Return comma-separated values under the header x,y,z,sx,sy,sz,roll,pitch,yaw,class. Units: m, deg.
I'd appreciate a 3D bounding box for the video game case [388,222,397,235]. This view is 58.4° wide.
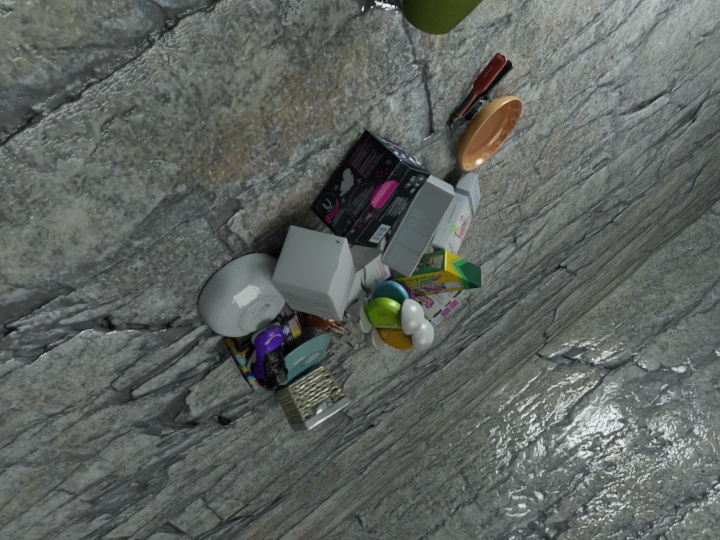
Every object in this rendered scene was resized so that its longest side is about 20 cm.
x,y,z,sx,sy,sz,roll,pitch,yaw,class
0.099,-0.162,1.493,0.143,0.018,0.200,-43,151,-1,video game case

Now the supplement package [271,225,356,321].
x,y,z,sx,sy,sz,roll,pitch,yaw,class
-0.089,0.010,1.306,0.200,0.119,0.122,77,29,-70,supplement package

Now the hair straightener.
x,y,z,sx,sy,sz,roll,pitch,yaw,class
0.261,-0.370,1.396,0.077,0.041,0.200,4,127,-52,hair straightener

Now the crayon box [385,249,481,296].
x,y,z,sx,sy,sz,roll,pitch,yaw,class
0.174,0.011,1.615,0.200,0.059,0.172,-11,160,38,crayon box

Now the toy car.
x,y,z,sx,sy,sz,roll,pitch,yaw,class
0.086,0.104,1.571,0.200,0.174,0.150,56,41,-48,toy car

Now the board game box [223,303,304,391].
x,y,z,sx,sy,sz,roll,pitch,yaw,class
-0.216,0.180,1.514,0.165,0.057,0.200,-35,150,-18,board game box

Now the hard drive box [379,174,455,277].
x,y,z,sx,sy,sz,roll,pitch,yaw,class
0.125,-0.104,1.408,0.200,0.077,0.156,-62,-178,15,hard drive box

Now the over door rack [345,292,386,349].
x,y,z,sx,sy,sz,roll,pitch,yaw,class
0.029,0.099,1.681,0.148,0.066,0.201,0,109,-51,over door rack

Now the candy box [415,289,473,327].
x,y,z,sx,sy,sz,roll,pitch,yaw,class
0.207,0.057,1.792,0.200,0.136,0.061,-46,149,3,candy box

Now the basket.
x,y,z,sx,sy,sz,roll,pitch,yaw,class
-0.133,0.335,1.685,0.135,0.124,0.200,-30,175,-22,basket

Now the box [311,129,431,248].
x,y,z,sx,sy,sz,roll,pitch,yaw,class
0.021,-0.161,1.302,0.200,0.115,0.132,-53,151,19,box

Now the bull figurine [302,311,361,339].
x,y,z,sx,sy,sz,roll,pitch,yaw,class
-0.075,0.106,1.486,0.065,0.121,0.200,-62,-169,-13,bull figurine

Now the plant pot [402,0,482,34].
x,y,z,sx,sy,sz,roll,pitch,yaw,class
0.140,-0.477,0.999,0.187,0.187,0.200,-25,161,-29,plant pot

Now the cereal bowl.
x,y,z,sx,sy,sz,roll,pitch,yaw,class
-0.227,0.065,1.324,0.200,0.083,0.200,-30,148,-21,cereal bowl

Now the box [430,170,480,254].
x,y,z,sx,sy,sz,roll,pitch,yaw,class
0.238,-0.127,1.590,0.200,0.041,0.156,-65,161,-9,box

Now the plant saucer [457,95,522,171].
x,y,z,sx,sy,sz,roll,pitch,yaw,class
0.291,-0.318,1.481,0.200,0.037,0.200,-39,159,-18,plant saucer

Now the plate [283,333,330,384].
x,y,z,sx,sy,sz,roll,pitch,yaw,class
-0.147,0.227,1.575,0.200,0.026,0.200,-35,162,-14,plate

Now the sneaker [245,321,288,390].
x,y,z,sx,sy,sz,roll,pitch,yaw,class
-0.187,0.194,1.390,0.069,0.100,0.200,-23,152,-30,sneaker

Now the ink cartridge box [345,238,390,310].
x,y,z,sx,sy,sz,roll,pitch,yaw,class
0.000,0.000,1.532,0.200,0.067,0.116,-38,150,-10,ink cartridge box
